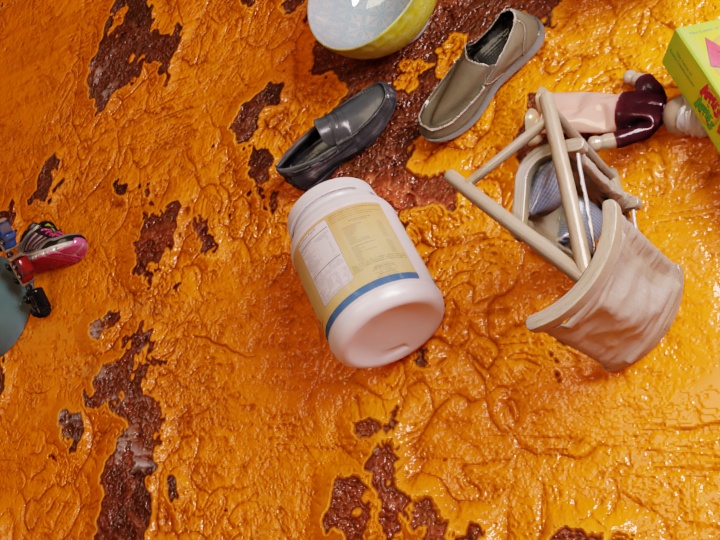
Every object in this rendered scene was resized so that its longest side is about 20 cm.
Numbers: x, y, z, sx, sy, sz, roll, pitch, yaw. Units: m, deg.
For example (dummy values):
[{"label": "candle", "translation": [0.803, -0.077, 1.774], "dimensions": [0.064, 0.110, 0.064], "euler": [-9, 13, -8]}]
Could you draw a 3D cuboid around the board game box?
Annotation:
[{"label": "board game box", "translation": [0.382, -0.154, 0.769], "dimensions": [0.101, 0.048, 0.201], "euler": [-14, 60, -6]}]

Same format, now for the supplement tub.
[{"label": "supplement tub", "translation": [0.000, 0.000, 0.979], "dimensions": [0.144, 0.144, 0.201], "euler": [-41, 53, 19]}]

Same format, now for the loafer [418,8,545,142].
[{"label": "loafer", "translation": [0.138, -0.248, 1.008], "dimensions": [0.200, 0.069, 0.075], "euler": [-48, 52, 14]}]

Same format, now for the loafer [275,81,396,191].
[{"label": "loafer", "translation": [-0.034, -0.188, 1.120], "dimensions": [0.200, 0.070, 0.068], "euler": [-40, 55, 20]}]

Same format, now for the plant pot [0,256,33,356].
[{"label": "plant pot", "translation": [-0.748, 0.054, 1.529], "dimensions": [0.199, 0.161, 0.202], "euler": [-14, 67, 34]}]

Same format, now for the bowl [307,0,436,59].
[{"label": "bowl", "translation": [0.036, -0.368, 1.105], "dimensions": [0.199, 0.107, 0.202], "euler": [-14, 65, 34]}]

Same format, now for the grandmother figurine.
[{"label": "grandmother figurine", "translation": [0.285, -0.171, 0.878], "dimensions": [0.199, 0.061, 0.122], "euler": [10, 68, 37]}]

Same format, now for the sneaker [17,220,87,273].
[{"label": "sneaker", "translation": [-0.571, -0.054, 1.486], "dimensions": [0.199, 0.073, 0.088], "euler": [-13, 73, 39]}]

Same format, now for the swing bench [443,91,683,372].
[{"label": "swing bench", "translation": [0.214, -0.027, 0.786], "dimensions": [0.129, 0.198, 0.201], "euler": [-38, 55, 21]}]

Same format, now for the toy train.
[{"label": "toy train", "translation": [-0.609, -0.005, 1.450], "dimensions": [0.046, 0.034, 0.201], "euler": [-6, 113, 39]}]
